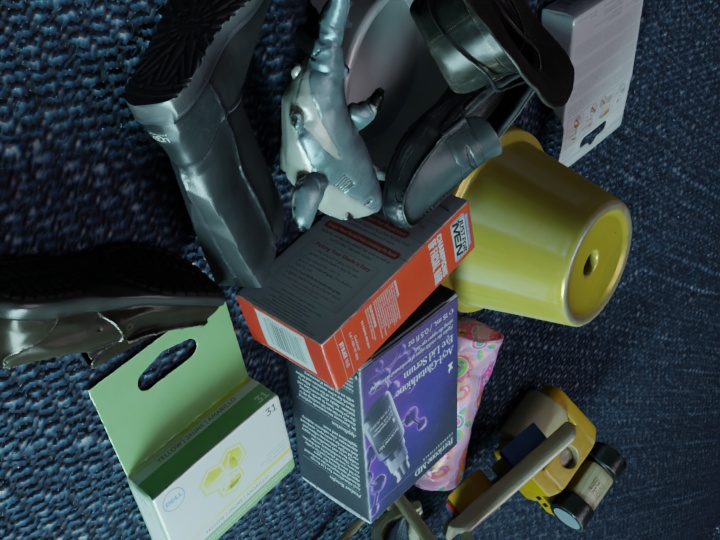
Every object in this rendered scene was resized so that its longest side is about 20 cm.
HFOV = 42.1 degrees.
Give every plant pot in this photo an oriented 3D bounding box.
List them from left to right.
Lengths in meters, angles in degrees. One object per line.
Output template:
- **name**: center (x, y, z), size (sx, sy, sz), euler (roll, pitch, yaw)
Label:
- **plant pot**: center (0.163, -0.038, 0.956), size (0.200, 0.188, 0.203), euler (-27, 129, -39)

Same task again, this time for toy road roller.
- **toy road roller**: center (0.265, 0.270, 1.345), size (0.200, 0.146, 0.123), euler (48, 68, -12)

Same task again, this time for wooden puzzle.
- **wooden puzzle**: center (0.169, 0.252, 1.144), size (0.184, 0.046, 0.200), euler (-38, 167, -10)

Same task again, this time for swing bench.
- **swing bench**: center (0.069, 0.373, 1.062), size (0.129, 0.199, 0.201), euler (-40, 138, -29)

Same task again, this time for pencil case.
- **pencil case**: center (0.101, 0.149, 1.077), size (0.087, 0.087, 0.203), euler (-4, 112, -50)

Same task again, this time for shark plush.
- **shark plush**: center (-0.020, -0.127, 0.723), size (0.082, 0.091, 0.203), euler (-6, 120, -10)

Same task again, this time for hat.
- **hat**: center (0.092, -0.193, 0.756), size (0.081, 0.203, 0.200), euler (-33, 155, 28)

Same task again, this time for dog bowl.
- **dog bowl**: center (0.024, -0.171, 0.815), size (0.199, 0.058, 0.203), euler (-30, 131, -40)

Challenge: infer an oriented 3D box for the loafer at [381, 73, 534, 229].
- **loafer**: center (0.090, -0.118, 0.819), size (0.201, 0.070, 0.068), euler (-54, 142, -16)

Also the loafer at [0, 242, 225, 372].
- **loafer**: center (-0.185, 0.028, 0.666), size (0.199, 0.073, 0.072), euler (-1, 123, -48)

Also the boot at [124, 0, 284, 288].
- **boot**: center (-0.089, -0.106, 0.699), size (0.166, 0.065, 0.201), euler (-62, 151, -28)

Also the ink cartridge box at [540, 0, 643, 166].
- **ink cartridge box**: center (0.266, -0.235, 1.102), size (0.160, 0.047, 0.202), euler (-36, 140, -35)

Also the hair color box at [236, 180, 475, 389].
- **hair color box**: center (0.000, 0.000, 0.837), size (0.200, 0.110, 0.064), euler (-44, 140, -26)

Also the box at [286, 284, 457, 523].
- **box**: center (0.015, 0.118, 0.930), size (0.147, 0.104, 0.202), euler (-34, 134, -36)

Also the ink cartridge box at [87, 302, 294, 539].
- **ink cartridge box**: center (-0.135, 0.140, 0.802), size (0.145, 0.048, 0.202), euler (-38, 139, -31)
